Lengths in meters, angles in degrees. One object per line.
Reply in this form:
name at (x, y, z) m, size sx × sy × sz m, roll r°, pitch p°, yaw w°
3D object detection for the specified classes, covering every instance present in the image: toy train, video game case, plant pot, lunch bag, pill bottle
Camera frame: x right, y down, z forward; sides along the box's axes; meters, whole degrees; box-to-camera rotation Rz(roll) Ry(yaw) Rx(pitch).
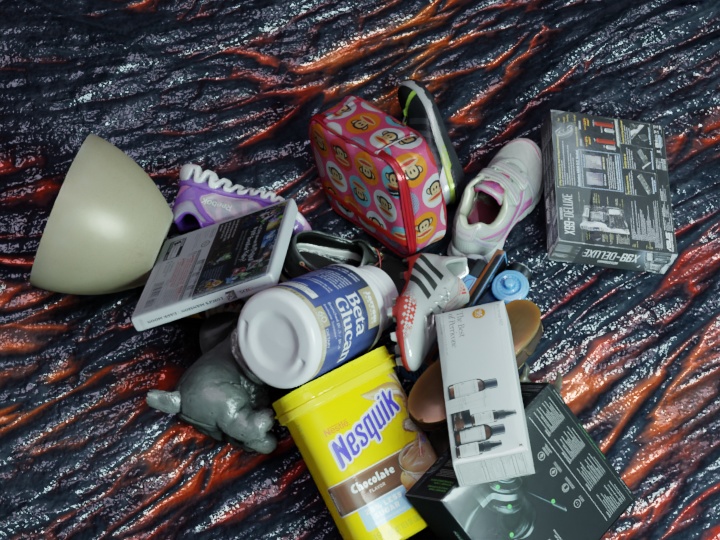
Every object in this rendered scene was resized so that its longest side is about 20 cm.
toy train at (0.129, 0.062, 1.711) m, size 0.113 × 0.087 × 0.201 m, roll 24°, pitch 66°, yaw 23°
video game case at (-0.170, -0.009, 1.684) m, size 0.180 × 0.024 × 0.201 m, roll -18°, pitch 25°, yaw 14°
plant pot at (-0.311, -0.051, 1.753) m, size 0.133 × 0.200 × 0.202 m, roll 23°, pitch 63°, yaw -6°
lunch bag at (0.024, -0.109, 1.766) m, size 0.082 × 0.177 × 0.200 m, roll -31°, pitch 42°, yaw -23°
pill bottle at (-0.040, 0.055, 1.605) m, size 0.111 × 0.112 × 0.199 m, roll 36°, pitch 30°, yaw 21°

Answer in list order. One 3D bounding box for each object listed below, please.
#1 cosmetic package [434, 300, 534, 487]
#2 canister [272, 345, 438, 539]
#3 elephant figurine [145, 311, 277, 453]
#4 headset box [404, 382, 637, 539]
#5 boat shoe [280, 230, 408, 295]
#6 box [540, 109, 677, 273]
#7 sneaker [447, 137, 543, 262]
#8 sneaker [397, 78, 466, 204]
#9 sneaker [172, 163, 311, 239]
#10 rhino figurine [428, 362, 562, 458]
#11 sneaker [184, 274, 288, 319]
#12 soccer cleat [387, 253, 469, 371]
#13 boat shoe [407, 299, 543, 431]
cosmetic package at (0.131, 0.128, 1.507) m, size 0.082 × 0.051 × 0.201 m, roll -11°, pitch 48°, yaw 7°
canister at (0.010, 0.207, 1.591) m, size 0.148 × 0.087 × 0.201 m, roll -25°, pitch 84°, yaw -27°
elephant figurine at (-0.131, 0.102, 1.666) m, size 0.140 × 0.155 × 0.202 m, roll 15°, pitch 75°, yaw 22°
headset box at (0.173, 0.253, 1.548) m, size 0.200 × 0.093 × 0.175 m, roll -44°, pitch 104°, yaw -21°
boat shoe at (0.000, 0.002, 1.736) m, size 0.199 × 0.063 × 0.074 m, roll 14°, pitch 52°, yaw -15°
box at (0.313, -0.101, 1.789) m, size 0.156 × 0.050 × 0.202 m, roll 6°, pitch 60°, yaw -10°
sneaker at (0.178, -0.095, 1.792) m, size 0.081 × 0.088 × 0.201 m, roll 22°, pitch 64°, yaw 15°
sneaker at (0.072, -0.164, 1.848) m, size 0.082 × 0.072 × 0.201 m, roll -19°, pitch 61°, yaw -6°
sneaker at (-0.159, -0.063, 1.807) m, size 0.198 × 0.081 × 0.089 m, roll 19°, pitch 70°, yaw 19°
rhino figurine at (0.164, 0.177, 1.658) m, size 0.199 × 0.060 × 0.087 m, roll -36°, pitch 60°, yaw -19°
sneaker at (-0.153, 0.039, 1.745) m, size 0.198 × 0.075 × 0.091 m, roll -13°, pitch 54°, yaw -3°
soccer cleat at (0.082, 0.042, 1.627) m, size 0.084 × 0.069 × 0.201 m, roll -5°, pitch 31°, yaw 13°
boat shoe at (0.134, 0.118, 1.601) m, size 0.199 × 0.071 × 0.070 m, roll -37°, pitch 64°, yaw -19°
